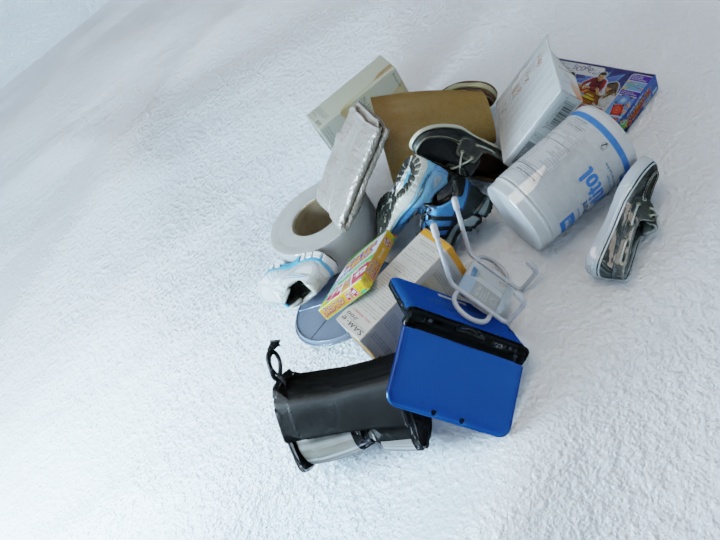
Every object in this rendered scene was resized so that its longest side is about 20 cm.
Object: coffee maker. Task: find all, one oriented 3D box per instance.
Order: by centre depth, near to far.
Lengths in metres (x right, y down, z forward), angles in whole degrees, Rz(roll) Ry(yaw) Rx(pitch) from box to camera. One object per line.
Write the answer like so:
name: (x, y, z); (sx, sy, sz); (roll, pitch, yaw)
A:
coffee maker: (-0.016, 0.183, 1.073); (0.198, 0.193, 0.135); (-16, 34, 20)

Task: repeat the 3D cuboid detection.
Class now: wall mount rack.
wall mount rack: (0.172, -0.013, 1.100); (0.075, 0.173, 0.200); (-55, -4, 31)

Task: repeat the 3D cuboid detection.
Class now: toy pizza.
toy pizza: (-0.022, 0.058, 1.277); (0.199, 0.032, 0.201); (-23, 34, 17)

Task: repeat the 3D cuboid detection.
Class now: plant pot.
plant pot: (0.135, -0.248, 1.345); (0.198, 0.187, 0.188); (-17, 47, 5)

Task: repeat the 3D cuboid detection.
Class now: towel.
towel: (-0.018, -0.180, 1.286); (0.202, 0.034, 0.133); (-68, 30, 21)

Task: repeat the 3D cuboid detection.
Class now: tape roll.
tape roll: (-0.067, -0.079, 1.387); (0.201, 0.071, 0.204); (-21, 40, 18)

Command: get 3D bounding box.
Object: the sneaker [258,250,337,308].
sneaker: (-0.128, 0.032, 1.315); (0.199, 0.075, 0.087); (-26, 30, 47)

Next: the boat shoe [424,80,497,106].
boat shoe: (0.168, -0.305, 1.435); (0.201, 0.075, 0.076); (-2, 65, 42)

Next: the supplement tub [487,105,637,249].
supplement tub: (0.312, -0.144, 1.160); (0.200, 0.132, 0.132); (-41, 44, 0)

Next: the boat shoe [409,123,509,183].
boat shoe: (0.172, -0.193, 1.256); (0.072, 0.198, 0.068); (-56, 39, 32)

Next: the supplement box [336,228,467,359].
supplement box: (0.076, 0.053, 1.163); (0.200, 0.126, 0.073); (-45, 43, -7)

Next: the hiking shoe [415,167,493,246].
hiking shoe: (0.122, -0.070, 1.237); (0.200, 0.087, 0.074); (-45, 8, 6)

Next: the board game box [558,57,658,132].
board game box: (0.389, -0.297, 1.298); (0.199, 0.035, 0.136); (28, 74, 44)

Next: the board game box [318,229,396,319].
board game box: (0.000, 0.000, 1.212); (0.095, 0.030, 0.200); (-37, 9, 29)

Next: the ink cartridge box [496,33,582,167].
ink cartridge box: (0.298, -0.286, 1.279); (0.163, 0.050, 0.201); (-54, 18, 39)

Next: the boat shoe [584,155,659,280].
boat shoe: (0.401, -0.071, 1.096); (0.070, 0.072, 0.201); (22, 80, 33)

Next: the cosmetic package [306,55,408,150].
cosmetic package: (0.000, -0.332, 1.539); (0.200, 0.105, 0.071); (-40, 45, 2)

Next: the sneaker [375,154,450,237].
sneaker: (0.089, -0.107, 1.282); (0.200, 0.089, 0.079); (126, 148, -48)

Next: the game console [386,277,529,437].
game console: (0.122, 0.118, 1.052); (0.119, 0.198, 0.171); (-63, 22, 16)
